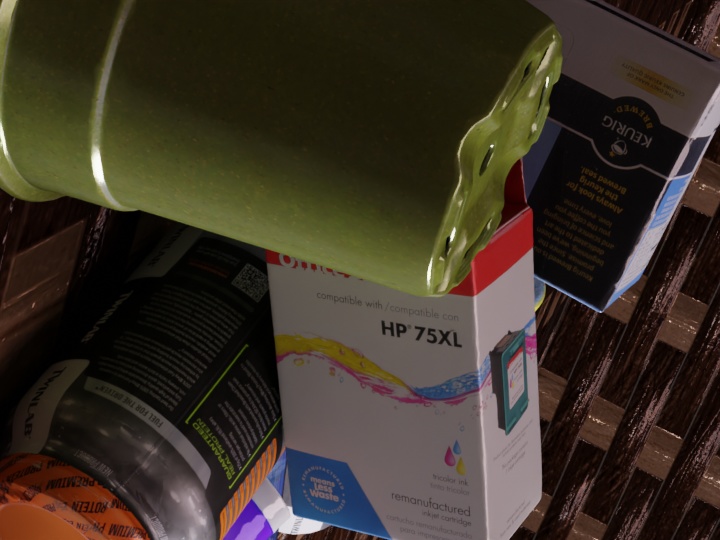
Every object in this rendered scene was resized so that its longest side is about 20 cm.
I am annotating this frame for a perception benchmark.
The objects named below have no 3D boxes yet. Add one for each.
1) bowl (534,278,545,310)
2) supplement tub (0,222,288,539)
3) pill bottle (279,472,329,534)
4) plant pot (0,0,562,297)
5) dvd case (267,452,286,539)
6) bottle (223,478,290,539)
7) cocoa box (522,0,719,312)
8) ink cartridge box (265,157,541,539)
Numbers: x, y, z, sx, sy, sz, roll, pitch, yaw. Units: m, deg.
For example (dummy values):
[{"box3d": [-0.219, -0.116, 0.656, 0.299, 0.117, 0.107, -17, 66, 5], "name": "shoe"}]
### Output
[{"box3d": [0.000, 0.000, 0.950, 0.108, 0.200, 0.200, -56, 171, 21], "name": "bowl"}, {"box3d": [-0.099, 0.072, 0.816, 0.200, 0.122, 0.123, -53, 163, -41], "name": "supplement tub"}, {"box3d": [-0.034, 0.102, 1.122, 0.107, 0.106, 0.200, -57, 173, -29], "name": "pill bottle"}, {"box3d": [-0.023, -0.083, 0.669, 0.201, 0.189, 0.201, -59, 166, -24], "name": "plant pot"}, {"box3d": [-0.125, 0.168, 0.927, 0.199, 0.018, 0.144, -25, 138, -36], "name": "dvd case"}, {"box3d": [-0.125, 0.180, 0.860, 0.200, 0.065, 0.084, -41, 138, -16], "name": "bottle"}, {"box3d": [0.078, -0.087, 0.835, 0.132, 0.199, 0.133, -64, 167, 14], "name": "cocoa box"}, {"box3d": [0.021, 0.028, 0.775, 0.067, 0.115, 0.202, -36, 127, -51], "name": "ink cartridge box"}]
